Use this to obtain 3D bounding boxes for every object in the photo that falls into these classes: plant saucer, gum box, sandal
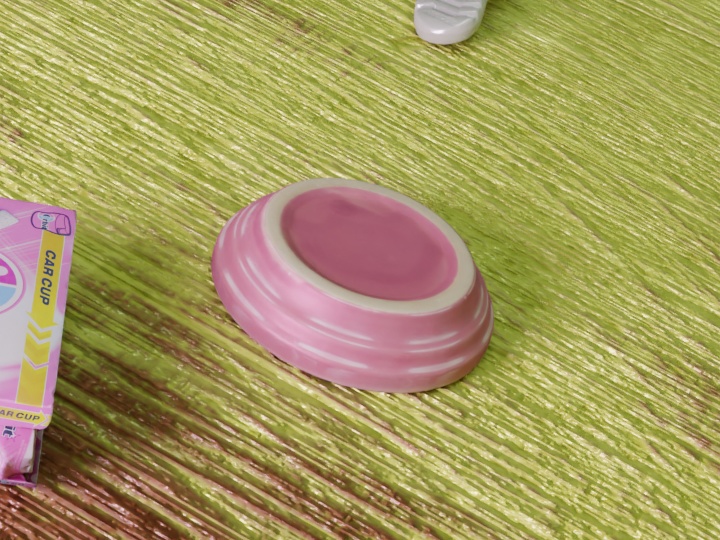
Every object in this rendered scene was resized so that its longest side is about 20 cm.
[{"bbox_3d":[0.000,0.000,1.244,0.200,0.051,0.201,13,35,-9],"label":"plant saucer"},{"bbox_3d":[-0.232,0.036,1.060,0.113,0.066,0.200,10,35,-11],"label":"gum box"},{"bbox_3d":[0.095,-0.260,1.664,0.082,0.050,0.203,15,44,19],"label":"sandal"}]
